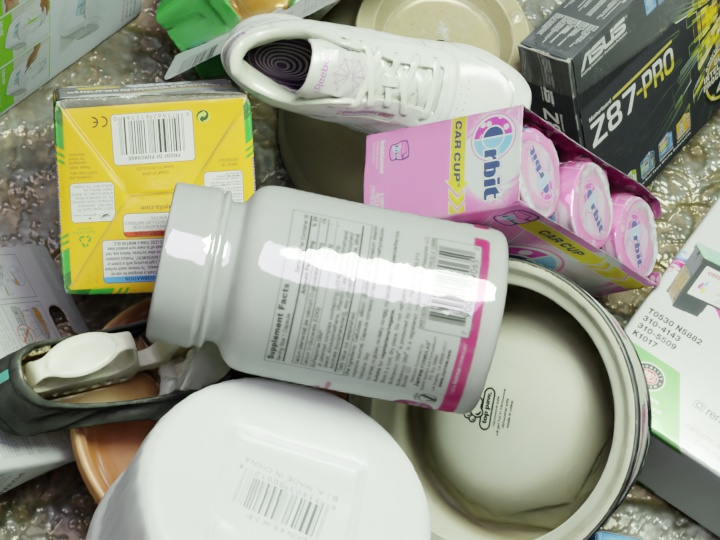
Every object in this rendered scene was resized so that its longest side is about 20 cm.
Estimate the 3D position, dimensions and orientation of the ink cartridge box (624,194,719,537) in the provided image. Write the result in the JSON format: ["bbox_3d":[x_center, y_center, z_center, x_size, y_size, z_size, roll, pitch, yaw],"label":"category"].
[{"bbox_3d":[0.252,0.059,1.451,0.145,0.084,0.200,34,64,10],"label":"ink cartridge box"}]

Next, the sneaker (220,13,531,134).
[{"bbox_3d":[0.007,-0.113,1.358,0.200,0.100,0.075,10,98,3],"label":"sneaker"}]

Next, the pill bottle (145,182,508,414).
[{"bbox_3d":[-0.020,0.013,1.284,0.200,0.113,0.114,12,63,-4],"label":"pill bottle"}]

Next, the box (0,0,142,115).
[{"bbox_3d":[-0.235,-0.206,1.454,0.176,0.200,0.097,-40,75,-22],"label":"box"}]

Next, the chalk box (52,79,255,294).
[{"bbox_3d":[-0.138,-0.059,1.419,0.124,0.200,0.124,-3,98,-7],"label":"chalk box"}]

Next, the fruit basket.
[{"bbox_3d":[-0.037,-0.213,1.490,0.200,0.094,0.185,-19,35,19],"label":"fruit basket"}]

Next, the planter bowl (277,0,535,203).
[{"bbox_3d":[0.047,-0.128,1.489,0.200,0.135,0.201,3,63,-5],"label":"planter bowl"}]

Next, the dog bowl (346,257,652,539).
[{"bbox_3d":[0.095,0.091,1.371,0.200,0.074,0.201,-1,88,28],"label":"dog bowl"}]

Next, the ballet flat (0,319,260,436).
[{"bbox_3d":[-0.134,0.060,1.330,0.200,0.068,0.068,-13,68,-31],"label":"ballet flat"}]

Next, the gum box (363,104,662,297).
[{"bbox_3d":[0.103,-0.034,1.390,0.113,0.200,0.066,-9,69,32],"label":"gum box"}]

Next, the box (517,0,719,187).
[{"bbox_3d":[0.193,-0.144,1.493,0.049,0.161,0.200,23,54,35],"label":"box"}]

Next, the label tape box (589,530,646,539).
[{"bbox_3d":[0.227,0.257,1.360,0.200,0.063,0.144,13,63,-10],"label":"label tape box"}]

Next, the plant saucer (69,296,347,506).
[{"bbox_3d":[-0.092,0.107,1.388,0.200,0.037,0.200,12,57,-19],"label":"plant saucer"}]

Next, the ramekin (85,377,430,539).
[{"bbox_3d":[-0.055,0.159,1.275,0.200,0.098,0.201,12,50,-14],"label":"ramekin"}]

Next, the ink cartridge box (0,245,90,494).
[{"bbox_3d":[-0.243,0.063,1.364,0.057,0.200,0.163,-35,74,23],"label":"ink cartridge box"}]
